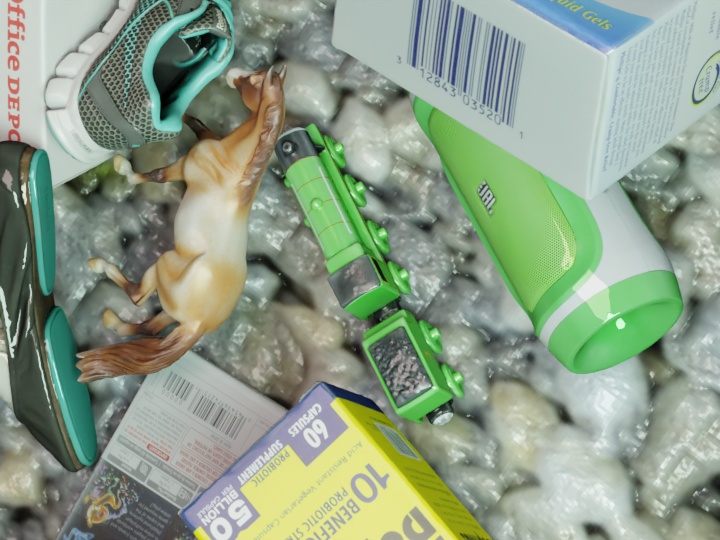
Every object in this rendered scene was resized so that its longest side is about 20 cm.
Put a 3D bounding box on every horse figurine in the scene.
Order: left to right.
[{"bbox_3d":[-0.102,-0.023,1.698,0.132,0.050,0.201,8,80,46],"label":"horse figurine"}]

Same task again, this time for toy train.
[{"bbox_3d":[0.000,0.000,1.661,0.042,0.056,0.201,-33,67,13],"label":"toy train"}]

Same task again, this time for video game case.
[{"bbox_3d":[-0.078,0.165,1.676,0.199,0.023,0.182,30,90,26],"label":"video game case"}]

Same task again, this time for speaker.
[{"bbox_3d":[0.099,-0.045,1.613,0.088,0.088,0.201,-34,66,13],"label":"speaker"}]

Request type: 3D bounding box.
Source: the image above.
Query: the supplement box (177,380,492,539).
[{"bbox_3d":[0.016,0.172,1.565,0.109,0.109,0.200,-43,74,6],"label":"supplement box"}]

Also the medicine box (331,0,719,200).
[{"bbox_3d":[0.116,-0.159,1.567,0.182,0.103,0.200,32,48,26],"label":"medicine box"}]

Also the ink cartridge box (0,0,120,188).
[{"bbox_3d":[-0.246,-0.145,1.758,0.199,0.084,0.147,14,116,27],"label":"ink cartridge box"}]

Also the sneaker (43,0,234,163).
[{"bbox_3d":[-0.100,-0.145,1.702,0.091,0.078,0.201,3,59,44],"label":"sneaker"}]

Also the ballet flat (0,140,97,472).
[{"bbox_3d":[-0.202,0.022,1.709,0.068,0.068,0.201,-6,102,9],"label":"ballet flat"}]
